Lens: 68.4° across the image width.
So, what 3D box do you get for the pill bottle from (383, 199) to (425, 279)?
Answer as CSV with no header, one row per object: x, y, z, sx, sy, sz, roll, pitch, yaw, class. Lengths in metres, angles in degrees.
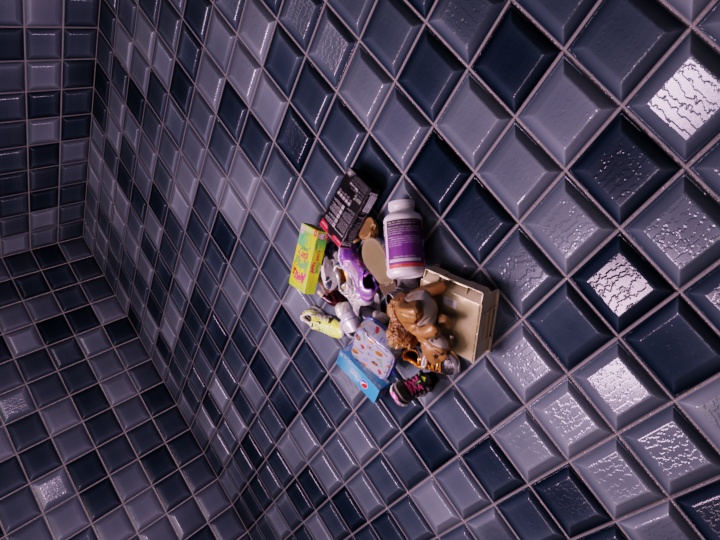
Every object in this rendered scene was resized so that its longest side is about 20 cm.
0.119,-0.084,1.450,0.110,0.110,0.209,-9,82,47,pill bottle

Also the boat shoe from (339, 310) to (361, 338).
-0.030,0.183,1.677,0.200,0.071,0.069,64,-175,-76,boat shoe

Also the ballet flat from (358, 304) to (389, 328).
0.078,0.174,1.633,0.201,0.073,0.073,50,136,-5,ballet flat

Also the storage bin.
0.256,0.108,1.419,0.196,0.092,0.206,24,122,38,storage bin

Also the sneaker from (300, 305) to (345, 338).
-0.134,0.195,1.874,0.196,0.075,0.078,22,119,38,sneaker

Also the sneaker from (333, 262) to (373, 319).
-0.025,0.067,1.690,0.076,0.079,0.206,-32,79,41,sneaker

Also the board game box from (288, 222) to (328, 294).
-0.169,-0.039,1.715,0.100,0.046,0.208,26,106,47,board game box

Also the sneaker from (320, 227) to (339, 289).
-0.129,-0.029,1.765,0.128,0.077,0.207,-23,78,55,sneaker

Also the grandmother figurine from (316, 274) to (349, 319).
-0.086,0.083,1.745,0.202,0.117,0.062,-123,34,-44,grandmother figurine

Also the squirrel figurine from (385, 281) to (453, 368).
0.157,0.152,1.391,0.196,0.141,0.192,-8,112,47,squirrel figurine

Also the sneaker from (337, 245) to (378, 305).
0.000,0.000,1.628,0.206,0.078,0.088,64,151,10,sneaker

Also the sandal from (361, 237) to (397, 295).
0.065,-0.020,1.590,0.075,0.070,0.217,-13,118,24,sandal

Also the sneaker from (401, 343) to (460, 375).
0.204,0.263,1.548,0.195,0.076,0.082,13,114,41,sneaker

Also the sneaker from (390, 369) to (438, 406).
0.162,0.334,1.546,0.088,0.196,0.075,-47,62,29,sneaker

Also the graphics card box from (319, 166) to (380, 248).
-0.034,-0.184,1.567,0.126,0.050,0.204,47,118,37,graphics card box

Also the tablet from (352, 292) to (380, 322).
0.022,0.161,1.743,0.127,0.013,0.208,11,114,43,tablet

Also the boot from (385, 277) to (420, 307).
0.116,0.047,1.510,0.069,0.129,0.205,-33,82,48,boot

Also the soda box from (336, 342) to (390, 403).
0.007,0.346,1.796,0.199,0.063,0.069,43,133,26,soda box

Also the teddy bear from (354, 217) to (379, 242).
-0.010,-0.150,1.620,0.196,0.065,0.152,10,96,44,teddy bear

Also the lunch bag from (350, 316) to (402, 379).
0.052,0.239,1.598,0.158,0.076,0.203,34,149,14,lunch bag
